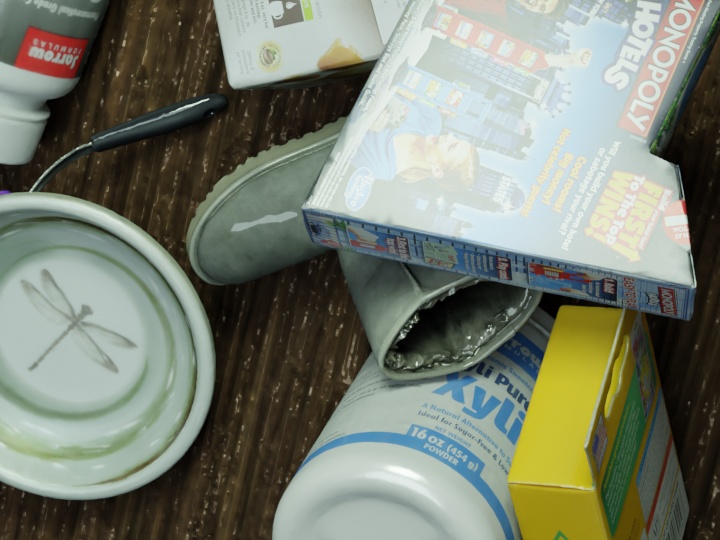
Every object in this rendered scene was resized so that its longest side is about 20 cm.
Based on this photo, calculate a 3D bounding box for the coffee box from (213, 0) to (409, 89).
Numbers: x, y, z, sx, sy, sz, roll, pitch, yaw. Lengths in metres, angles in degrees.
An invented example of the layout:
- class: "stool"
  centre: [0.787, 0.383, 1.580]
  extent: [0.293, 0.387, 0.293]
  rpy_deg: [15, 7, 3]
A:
- class: "coffee box"
  centre: [0.030, -0.158, 1.592]
  extent: [0.199, 0.114, 0.080]
  rpy_deg: [-11, 91, 22]

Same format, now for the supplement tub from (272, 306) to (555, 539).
- class: "supplement tub"
  centre: [0.041, 0.109, 1.550]
  extent: [0.131, 0.200, 0.133]
  rpy_deg: [9, 122, 15]

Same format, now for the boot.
- class: "boot"
  centre: [-0.002, -0.001, 1.573]
  extent: [0.181, 0.073, 0.200]
  rpy_deg: [-35, 42, 10]

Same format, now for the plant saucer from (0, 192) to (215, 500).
- class: "plant saucer"
  centre: [-0.178, 0.039, 1.706]
  extent: [0.199, 0.050, 0.201]
  rpy_deg: [5, 114, 12]

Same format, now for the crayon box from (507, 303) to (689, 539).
- class: "crayon box"
  centre: [0.127, 0.110, 1.522]
  extent: [0.051, 0.126, 0.201]
  rpy_deg: [3, 137, 20]

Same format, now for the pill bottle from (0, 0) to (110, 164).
- class: "pill bottle"
  centre: [-0.203, -0.172, 1.679]
  extent: [0.113, 0.114, 0.201]
  rpy_deg: [26, 103, 16]

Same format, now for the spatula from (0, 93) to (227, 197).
- class: "spatula"
  centre: [-0.171, -0.063, 1.691]
  extent: [0.199, 0.057, 0.021]
  rpy_deg: [-26, 72, -1]

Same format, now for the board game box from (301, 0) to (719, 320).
- class: "board game box"
  centre: [0.103, -0.068, 1.463]
  extent: [0.199, 0.062, 0.201]
  rpy_deg: [26, 77, 11]
